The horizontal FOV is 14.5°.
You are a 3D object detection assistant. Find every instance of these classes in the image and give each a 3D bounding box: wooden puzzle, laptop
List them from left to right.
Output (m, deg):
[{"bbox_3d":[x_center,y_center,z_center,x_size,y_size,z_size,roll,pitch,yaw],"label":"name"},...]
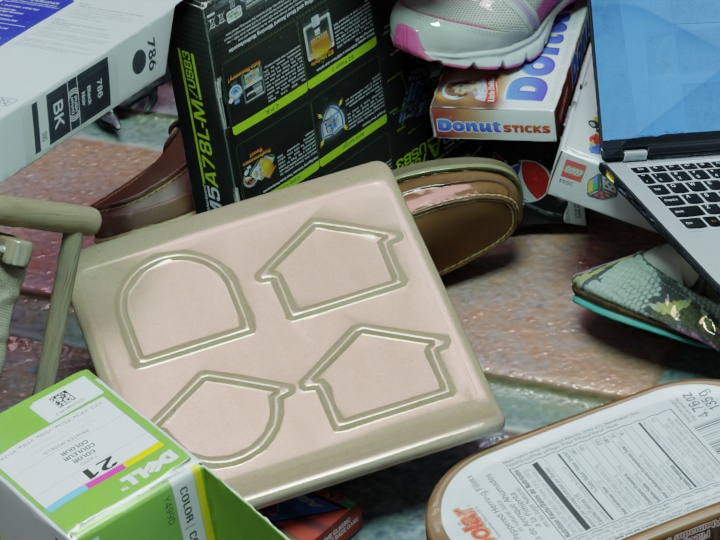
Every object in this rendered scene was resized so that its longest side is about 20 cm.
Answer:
[{"bbox_3d":[-0.043,0.043,1.460,0.184,0.046,0.200,-17,50,-10],"label":"wooden puzzle"},{"bbox_3d":[0.227,-0.092,1.477,0.186,0.116,0.200,-5,35,-26],"label":"laptop"}]

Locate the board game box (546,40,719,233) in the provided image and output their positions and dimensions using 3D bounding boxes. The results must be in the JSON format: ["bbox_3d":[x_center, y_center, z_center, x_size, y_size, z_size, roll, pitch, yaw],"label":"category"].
[{"bbox_3d":[0.208,-0.056,1.552,0.199,0.035,0.126,20,38,1],"label":"board game box"}]

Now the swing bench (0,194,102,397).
[{"bbox_3d":[-0.245,0.050,1.352,0.129,0.200,0.200,12,4,29],"label":"swing bench"}]

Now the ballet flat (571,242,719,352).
[{"bbox_3d":[0.197,0.020,1.470,0.069,0.071,0.200,4,18,-47],"label":"ballet flat"}]

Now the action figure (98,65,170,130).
[{"bbox_3d":[-0.129,-0.162,1.786,0.199,0.102,0.119,-22,48,-21],"label":"action figure"}]

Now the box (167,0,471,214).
[{"bbox_3d":[-0.019,-0.115,1.611,0.047,0.194,0.200,25,48,36],"label":"box"}]

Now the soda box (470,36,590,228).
[{"bbox_3d":[0.110,-0.106,1.674,0.063,0.071,0.200,-1,35,13],"label":"soda box"}]

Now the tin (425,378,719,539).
[{"bbox_3d":[0.126,0.111,1.391,0.199,0.042,0.112,-19,32,-15],"label":"tin"}]

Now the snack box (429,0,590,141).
[{"bbox_3d":[0.095,-0.137,1.636,0.072,0.024,0.200,3,36,14],"label":"snack box"}]

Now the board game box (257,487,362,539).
[{"bbox_3d":[-0.107,0.119,1.446,0.199,0.020,0.103,20,45,35],"label":"board game box"}]

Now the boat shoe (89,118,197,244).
[{"bbox_3d":[-0.084,-0.075,1.661,0.200,0.068,0.072,-32,17,-33],"label":"boat shoe"}]

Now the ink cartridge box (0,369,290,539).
[{"bbox_3d":[-0.088,0.157,1.272,0.076,0.148,0.200,-28,39,-25],"label":"ink cartridge box"}]

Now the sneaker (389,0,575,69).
[{"bbox_3d":[0.090,-0.182,1.602,0.081,0.089,0.200,24,45,37],"label":"sneaker"}]

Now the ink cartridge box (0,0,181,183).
[{"bbox_3d":[-0.171,-0.102,1.450,0.099,0.039,0.200,11,30,27],"label":"ink cartridge box"}]

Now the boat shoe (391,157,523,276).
[{"bbox_3d":[0.000,0.000,1.558,0.199,0.072,0.068,-19,39,1],"label":"boat shoe"}]
